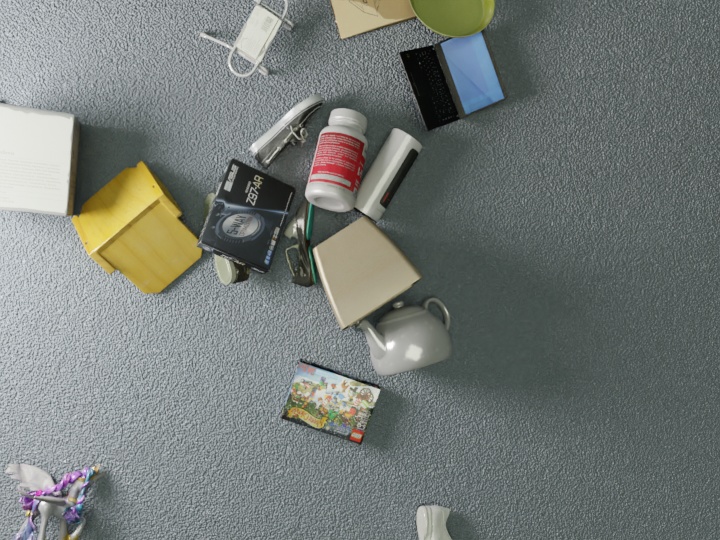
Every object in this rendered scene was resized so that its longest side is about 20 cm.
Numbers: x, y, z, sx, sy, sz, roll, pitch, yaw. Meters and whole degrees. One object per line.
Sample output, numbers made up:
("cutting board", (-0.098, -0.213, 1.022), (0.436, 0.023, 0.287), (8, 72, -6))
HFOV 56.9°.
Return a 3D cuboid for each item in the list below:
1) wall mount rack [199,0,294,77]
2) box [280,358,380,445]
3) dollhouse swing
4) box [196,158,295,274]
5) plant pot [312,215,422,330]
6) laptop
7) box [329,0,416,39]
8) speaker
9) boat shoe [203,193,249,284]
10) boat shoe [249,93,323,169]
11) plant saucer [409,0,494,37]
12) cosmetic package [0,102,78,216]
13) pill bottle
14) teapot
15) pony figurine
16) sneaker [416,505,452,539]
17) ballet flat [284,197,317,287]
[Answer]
("wall mount rack", (-0.244, -0.520, 1.433), (0.172, 0.075, 0.202), (30, 91, -11))
("box", (-0.068, 0.301, 1.527), (0.197, 0.038, 0.139), (19, 92, -7))
("dollhouse swing", (-0.476, -0.086, 1.459), (0.199, 0.176, 0.182), (-40, 56, -1))
("box", (-0.242, -0.116, 1.428), (0.158, 0.043, 0.203), (24, 72, -21))
("plant pot", (0.000, 0.000, 1.441), (0.198, 0.200, 0.179), (-32, 86, -2))
("laptop", (0.206, -0.426, 1.462), (0.199, 0.103, 0.180), (-27, 98, -41))
("box", (0.027, -0.620, 1.474), (0.197, 0.021, 0.166), (-17, 97, -5))
("speaker", (0.054, -0.210, 1.479), (0.081, 0.081, 0.202), (31, 90, -7))
("boat shoe", (-0.294, -0.071, 1.466), (0.060, 0.071, 0.205), (-8, 82, -45))
("boat shoe", (-0.150, -0.302, 1.454), (0.199, 0.074, 0.068), (-40, 93, -1))
("plant saucer", (0.197, -0.591, 1.462), (0.196, 0.031, 0.204), (3, 73, -8))
("cosmetic package", (-0.665, -0.218, 1.346), (0.164, 0.167, 0.204), (5, 94, -20))
("pill bottle", (-0.046, -0.239, 1.441), (0.110, 0.112, 0.203), (14, 79, -7))
("teapot", (0.105, 0.139, 1.466), (0.194, 0.200, 0.149), (-16, 85, 7))
("pony figurine", (-0.672, 0.506, 1.441), (0.191, 0.166, 0.203), (22, 88, -39))
("sneaker", (0.178, 0.657, 1.567), (0.087, 0.075, 0.204), (2, 93, -18))
("ballet flat", (-0.135, -0.063, 1.480), (0.067, 0.068, 0.204), (-2, 94, 3))
